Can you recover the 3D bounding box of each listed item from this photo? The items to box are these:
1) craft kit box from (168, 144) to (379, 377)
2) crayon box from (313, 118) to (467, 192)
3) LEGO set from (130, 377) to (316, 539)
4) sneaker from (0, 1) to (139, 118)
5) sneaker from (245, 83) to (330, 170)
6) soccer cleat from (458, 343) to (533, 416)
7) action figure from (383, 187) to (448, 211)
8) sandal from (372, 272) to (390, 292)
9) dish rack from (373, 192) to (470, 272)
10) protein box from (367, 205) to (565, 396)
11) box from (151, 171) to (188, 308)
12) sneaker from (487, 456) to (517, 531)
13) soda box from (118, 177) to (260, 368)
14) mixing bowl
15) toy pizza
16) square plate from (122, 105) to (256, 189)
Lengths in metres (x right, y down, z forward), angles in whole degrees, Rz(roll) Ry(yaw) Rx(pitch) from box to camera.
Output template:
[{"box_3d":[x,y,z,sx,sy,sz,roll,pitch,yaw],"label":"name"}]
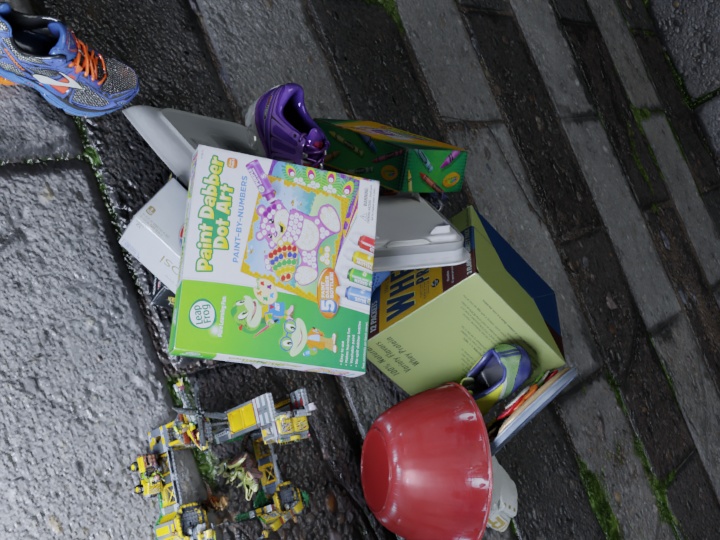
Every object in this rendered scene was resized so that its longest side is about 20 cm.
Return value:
[{"box_3d":[-0.082,-0.007,0.875,0.193,0.048,0.205,8,77,-16],"label":"craft kit box"},{"box_3d":[0.034,-0.158,1.194,0.117,0.198,0.060,-5,112,-42],"label":"crayon box"},{"box_3d":[-0.116,0.194,0.885,0.198,0.115,0.157,12,60,-45],"label":"LEGO set"},{"box_3d":[-0.314,-0.219,0.917,0.198,0.078,0.077,9,63,-47],"label":"sneaker"},{"box_3d":[-0.065,-0.109,0.952,0.080,0.083,0.204,-10,77,-51],"label":"sneaker"},{"box_3d":[0.133,0.163,1.102,0.083,0.201,0.065,9,40,-44],"label":"soccer cleat"},{"box_3d":[0.085,-0.067,1.289,0.196,0.103,0.200,62,14,5],"label":"action figure"},{"box_3d":[0.000,0.000,1.146,0.080,0.085,0.203,65,30,-47],"label":"sandal"},{"box_3d":[0.033,-0.056,1.086,0.168,0.045,0.200,-4,24,-14],"label":"dish rack"},{"box_3d":[0.131,0.065,1.167,0.198,0.198,0.136,41,32,-27],"label":"protein box"},{"box_3d":[-0.133,-0.019,1.007,0.196,0.046,0.162,15,58,-27],"label":"box"},{"box_3d":[0.166,0.316,1.173,0.116,0.073,0.201,52,30,-13],"label":"sneaker"},{"box_3d":[-0.150,0.004,0.911,0.200,0.063,0.068,44,51,-8],"label":"soda box"},{"box_3d":[0.065,0.235,1.044,0.106,0.200,0.204,3,64,-21],"label":"mixing bowl"},{"box_3d":[0.190,0.182,1.089,0.032,0.201,0.199,47,35,16],"label":"toy pizza"},{"box_3d":[-0.150,-0.130,1.018,0.196,0.029,0.200,5,32,-48],"label":"square plate"}]
